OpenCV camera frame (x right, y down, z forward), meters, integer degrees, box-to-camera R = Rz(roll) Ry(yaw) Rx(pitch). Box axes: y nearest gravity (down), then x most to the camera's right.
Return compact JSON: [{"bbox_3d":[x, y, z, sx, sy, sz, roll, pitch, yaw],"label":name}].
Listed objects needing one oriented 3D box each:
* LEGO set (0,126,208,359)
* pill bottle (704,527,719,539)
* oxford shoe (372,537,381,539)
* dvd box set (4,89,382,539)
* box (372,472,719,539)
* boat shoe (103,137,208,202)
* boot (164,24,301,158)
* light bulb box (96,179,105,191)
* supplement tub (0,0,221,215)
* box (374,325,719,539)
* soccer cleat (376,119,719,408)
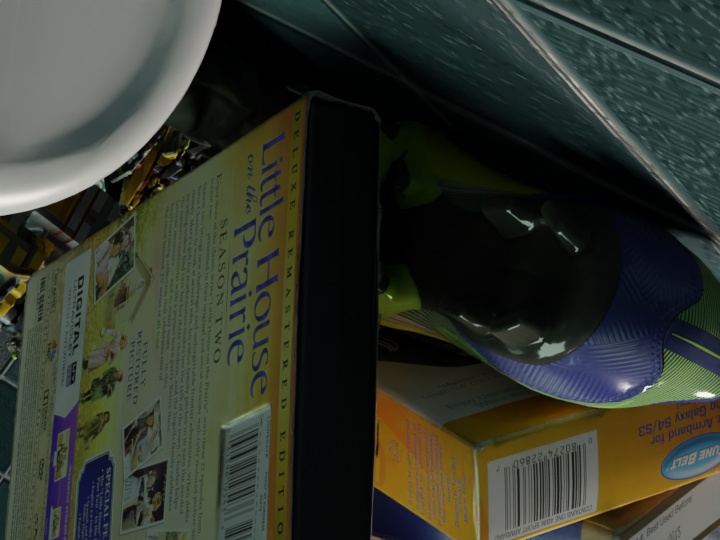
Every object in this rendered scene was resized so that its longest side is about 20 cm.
[{"bbox_3d":[-0.138,-0.004,0.945,0.116,0.154,0.200,39,139,-23],"label":"LEGO set"},{"bbox_3d":[0.068,0.096,0.874,0.112,0.112,0.200,37,-172,-22],"label":"pill bottle"},{"bbox_3d":[-0.020,0.080,1.002,0.200,0.073,0.071,50,-176,-15],"label":"oxford shoe"},{"bbox_3d":[-0.059,0.044,0.742,0.029,0.147,0.200,13,156,-30],"label":"dvd box set"},{"bbox_3d":[0.032,0.054,0.788,0.199,0.033,0.121,11,-155,35],"label":"box"},{"bbox_3d":[-0.087,-0.044,1.066,0.200,0.073,0.072,36,174,-17],"label":"boat shoe"},{"bbox_3d":[-0.053,-0.066,0.787,0.130,0.068,0.200,29,-177,-21],"label":"boot"},{"bbox_3d":[-0.167,-0.052,1.223,0.198,0.125,0.200,31,173,39],"label":"light bulb box"},{"bbox_3d":[-0.133,-0.098,0.596,0.122,0.123,0.200,39,173,-40],"label":"supplement tub"},{"bbox_3d":[0.031,0.026,0.762,0.119,0.042,0.200,-14,-159,-28],"label":"box"},{"bbox_3d":[0.045,0.001,0.711,0.084,0.065,0.200,26,-179,-26],"label":"soccer cleat"}]
